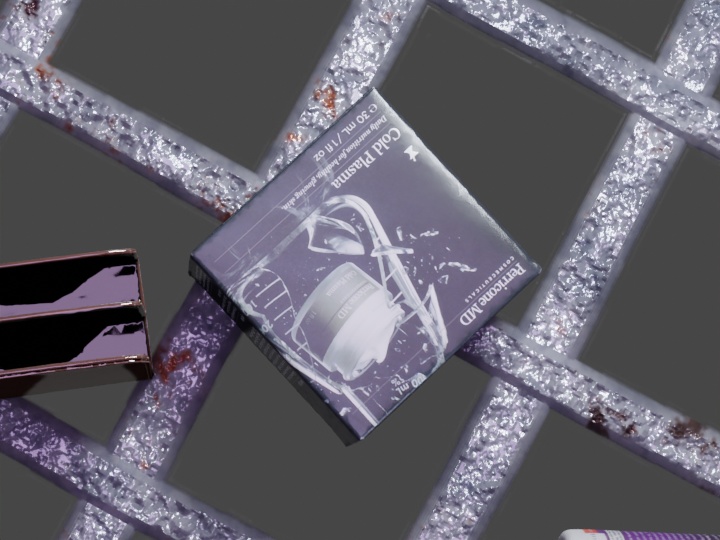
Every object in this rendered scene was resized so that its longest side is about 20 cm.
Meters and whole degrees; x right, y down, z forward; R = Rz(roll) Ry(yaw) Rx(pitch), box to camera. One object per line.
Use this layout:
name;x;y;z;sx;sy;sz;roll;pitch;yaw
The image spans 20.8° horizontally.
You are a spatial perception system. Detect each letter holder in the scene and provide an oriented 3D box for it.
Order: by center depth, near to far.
letter holder;-0.266;0.043;1.515;0.199;0.142;0.101;-8;84;-5

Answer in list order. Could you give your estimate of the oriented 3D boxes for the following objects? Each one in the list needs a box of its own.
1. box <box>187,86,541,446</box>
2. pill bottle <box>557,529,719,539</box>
box;0.000;0.000;1.554;0.200;0.124;0.197;-43;90;-8
pill bottle;0.254;0.263;1.545;0.199;0.111;0.112;3;83;-4
